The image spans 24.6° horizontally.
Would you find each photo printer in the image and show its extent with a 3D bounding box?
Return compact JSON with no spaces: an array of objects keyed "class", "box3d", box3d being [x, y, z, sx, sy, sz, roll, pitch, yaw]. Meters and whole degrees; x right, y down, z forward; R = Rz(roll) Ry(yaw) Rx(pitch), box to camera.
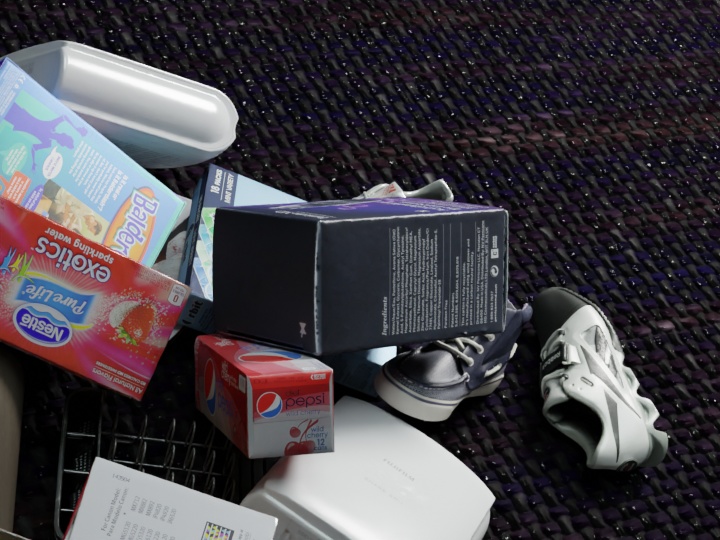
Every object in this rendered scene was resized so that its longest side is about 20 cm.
[{"class":"photo printer","box3d":[-0.221,-0.145,1.494,0.199,0.166,0.070,15,80,-35]},{"class":"photo printer","box3d":[0.013,0.187,1.295,0.166,0.070,0.200,34,28,8]}]

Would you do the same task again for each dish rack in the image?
[{"class":"dish rack","box3d":[-0.141,0.176,1.294,0.198,0.055,0.154,9,44,-14]}]

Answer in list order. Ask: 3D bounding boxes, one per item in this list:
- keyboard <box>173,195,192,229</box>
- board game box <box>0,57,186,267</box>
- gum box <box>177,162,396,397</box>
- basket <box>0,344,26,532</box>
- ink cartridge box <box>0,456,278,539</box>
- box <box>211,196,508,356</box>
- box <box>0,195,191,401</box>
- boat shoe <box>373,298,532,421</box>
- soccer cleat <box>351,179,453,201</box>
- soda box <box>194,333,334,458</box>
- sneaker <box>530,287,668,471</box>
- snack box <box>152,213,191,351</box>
[{"class":"keyboard","box3d":[-0.184,-0.003,1.495,0.056,0.011,0.201,24,42,-5]},{"class":"board game box","box3d":[-0.258,-0.053,1.361,0.200,0.045,0.153,40,57,-23]},{"class":"gum box","box3d":[-0.062,0.007,1.480,0.198,0.045,0.171,22,42,-17]},{"class":"basket","box3d":[-0.317,0.158,1.187,0.179,0.136,0.201,18,43,-37]},{"class":"ink cartridge box","box3d":[-0.167,0.229,1.118,0.174,0.201,0.084,19,41,-3]},{"class":"box","box3d":[0.000,0.000,1.335,0.199,0.106,0.147,-5,9,-39]},{"class":"box","box3d":[-0.245,0.014,1.269,0.199,0.100,0.095,28,-7,-25]},{"class":"boat shoe","box3d":[0.082,0.064,1.420,0.074,0.093,0.200,32,19,17]},{"class":"soccer cleat","box3d":[0.001,-0.040,1.469,0.199,0.085,0.069,-10,57,-41]},{"class":"soda box","box3d":[-0.077,0.092,1.275,0.069,0.064,0.200,-3,8,-17]},{"class":"sneaker","box3d":[0.194,0.096,1.496,0.088,0.074,0.201,-7,49,-30]},{"class":"snack box","box3d":[-0.152,-0.002,1.484,0.072,0.024,0.200,37,42,5]}]
